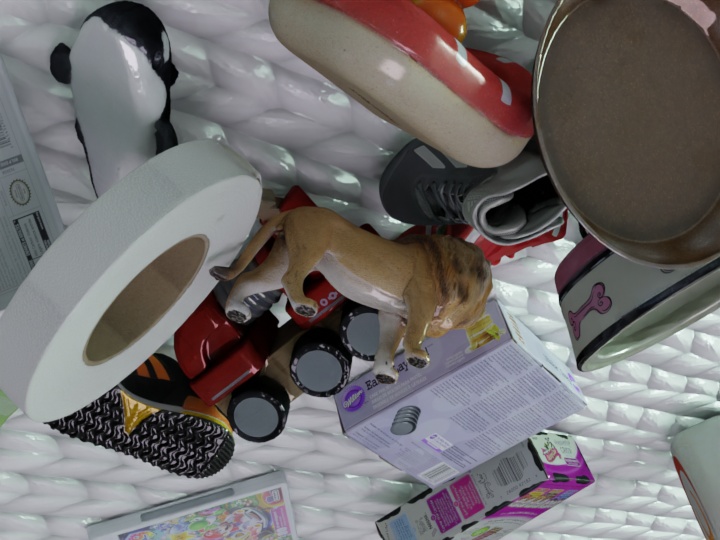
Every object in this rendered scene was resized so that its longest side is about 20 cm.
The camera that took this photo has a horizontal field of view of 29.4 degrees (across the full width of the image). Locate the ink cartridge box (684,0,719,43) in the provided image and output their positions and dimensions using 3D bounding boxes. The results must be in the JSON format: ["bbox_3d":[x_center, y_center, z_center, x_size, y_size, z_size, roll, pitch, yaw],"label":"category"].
[{"bbox_3d":[0.222,-0.133,1.030,0.160,0.048,0.199,-37,159,22],"label":"ink cartridge box"}]

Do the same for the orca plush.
[{"bbox_3d":[-0.130,-0.096,0.861,0.071,0.105,0.201,-42,144,-31],"label":"orca plush"}]

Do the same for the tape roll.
[{"bbox_3d":[-0.141,0.007,0.840,0.203,0.037,0.203,-47,169,-12],"label":"tape roll"}]

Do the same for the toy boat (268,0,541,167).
[{"bbox_3d":[0.047,-0.154,0.851,0.199,0.130,0.131,30,93,-48],"label":"toy boat"}]

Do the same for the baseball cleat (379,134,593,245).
[{"bbox_3d":[0.075,-0.057,0.944,0.199,0.107,0.070,-17,115,42],"label":"baseball cleat"}]

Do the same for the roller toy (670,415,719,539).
[{"bbox_3d":[0.439,0.244,1.509,0.139,0.201,0.183,-24,140,4],"label":"roller toy"}]

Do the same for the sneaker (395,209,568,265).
[{"bbox_3d":[0.096,-0.010,1.088,0.114,0.079,0.200,8,138,-32],"label":"sneaker"}]

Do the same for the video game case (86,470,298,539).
[{"bbox_3d":[-0.165,0.268,1.387,0.198,0.018,0.144,-15,146,-7],"label":"video game case"}]

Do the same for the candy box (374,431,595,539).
[{"bbox_3d":[0.132,0.244,1.447,0.199,0.061,0.136,-36,155,20],"label":"candy box"}]

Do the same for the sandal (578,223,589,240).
[{"bbox_3d":[0.199,-0.041,1.095,0.075,0.048,0.200,-28,171,-3],"label":"sandal"}]

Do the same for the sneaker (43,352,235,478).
[{"bbox_3d":[-0.191,0.092,1.091,0.199,0.090,0.070,28,111,-17],"label":"sneaker"}]

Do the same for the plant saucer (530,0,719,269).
[{"bbox_3d":[0.184,-0.101,0.875,0.198,0.203,0.034,0,177,-27],"label":"plant saucer"}]

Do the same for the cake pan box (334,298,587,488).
[{"bbox_3d":[0.099,0.124,1.297,0.183,0.053,0.200,-30,144,17],"label":"cake pan box"}]

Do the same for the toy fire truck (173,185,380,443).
[{"bbox_3d":[-0.082,0.009,1.010,0.175,0.129,0.200,-36,106,20],"label":"toy fire truck"}]

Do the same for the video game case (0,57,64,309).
[{"bbox_3d":[-0.281,-0.027,0.802,0.198,0.018,0.145,-22,104,-17],"label":"video game case"}]

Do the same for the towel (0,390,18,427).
[{"bbox_3d":[-0.358,0.102,1.051,0.199,0.031,0.149,15,133,-40],"label":"towel"}]

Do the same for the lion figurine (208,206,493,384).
[{"bbox_3d":[0.000,0.000,0.928,0.199,0.123,0.072,28,144,-18],"label":"lion figurine"}]

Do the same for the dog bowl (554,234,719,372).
[{"bbox_3d":[0.231,-0.007,1.014,0.199,0.074,0.200,-27,165,-8],"label":"dog bowl"}]
